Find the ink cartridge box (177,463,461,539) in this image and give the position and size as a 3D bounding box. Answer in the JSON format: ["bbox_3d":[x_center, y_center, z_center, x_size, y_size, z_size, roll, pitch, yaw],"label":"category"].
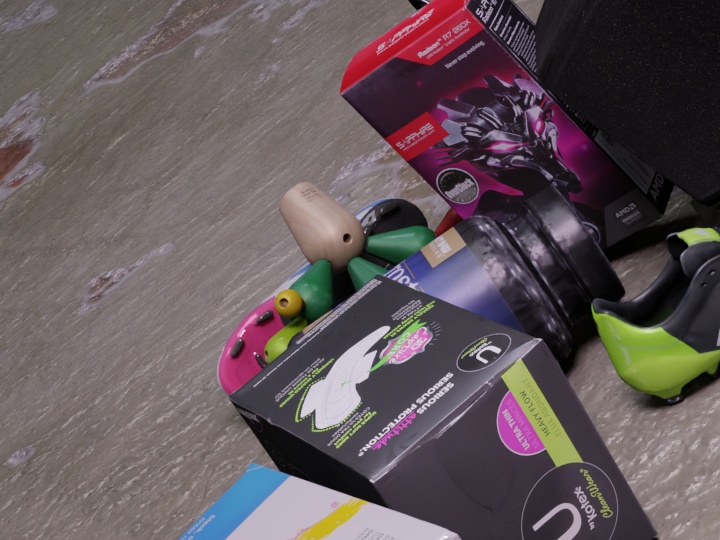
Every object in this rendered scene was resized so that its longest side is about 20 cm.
[{"bbox_3d":[-0.016,0.213,1.203,0.145,0.147,0.200,-44,25,-20],"label":"ink cartridge box"}]

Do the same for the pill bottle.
[{"bbox_3d":[0.063,0.036,1.479,0.200,0.112,0.112,-35,23,1],"label":"pill bottle"}]

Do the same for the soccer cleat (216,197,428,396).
[{"bbox_3d":[-0.027,0.028,1.689,0.200,0.070,0.086,-43,4,-16],"label":"soccer cleat"}]

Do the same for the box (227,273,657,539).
[{"bbox_3d":[0.043,0.109,1.320,0.124,0.149,0.200,-39,23,-13],"label":"box"}]

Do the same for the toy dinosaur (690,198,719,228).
[{"bbox_3d":[0.243,-0.053,1.496,0.088,0.047,0.200,-40,20,26],"label":"toy dinosaur"}]

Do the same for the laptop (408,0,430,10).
[{"bbox_3d":[0.153,-0.177,1.653,0.200,0.104,0.177,-24,-10,9],"label":"laptop"}]

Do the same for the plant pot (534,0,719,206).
[{"bbox_3d":[0.212,-0.160,1.422,0.178,0.199,0.200,-52,10,18],"label":"plant pot"}]

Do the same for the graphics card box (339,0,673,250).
[{"bbox_3d":[0.097,-0.090,1.538,0.125,0.200,0.051,-31,23,38],"label":"graphics card box"}]

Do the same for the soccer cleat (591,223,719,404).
[{"bbox_3d":[0.230,-0.001,1.368,0.200,0.081,0.068,-33,24,3],"label":"soccer cleat"}]

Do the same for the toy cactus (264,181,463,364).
[{"bbox_3d":[0.000,0.000,1.601,0.200,0.102,0.165,-33,61,-18],"label":"toy cactus"}]
